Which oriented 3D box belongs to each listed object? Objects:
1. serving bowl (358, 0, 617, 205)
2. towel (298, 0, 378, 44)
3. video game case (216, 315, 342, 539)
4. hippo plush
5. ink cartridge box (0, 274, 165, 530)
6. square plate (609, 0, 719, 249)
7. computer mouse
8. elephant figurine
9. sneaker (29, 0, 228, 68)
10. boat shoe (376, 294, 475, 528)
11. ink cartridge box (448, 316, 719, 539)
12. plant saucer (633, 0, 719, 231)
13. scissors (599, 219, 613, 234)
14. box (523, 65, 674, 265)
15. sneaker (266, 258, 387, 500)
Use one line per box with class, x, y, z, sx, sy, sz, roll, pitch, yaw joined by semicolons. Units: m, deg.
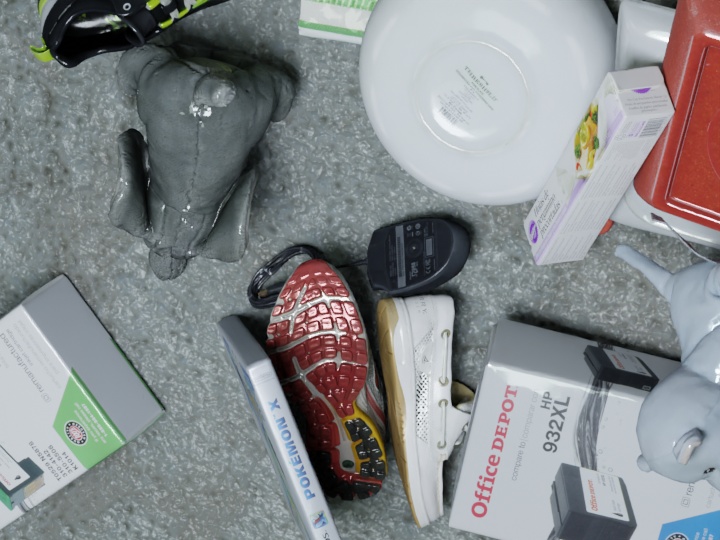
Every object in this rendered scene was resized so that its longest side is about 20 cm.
serving bowl;0.088;-0.134;1.537;0.200;0.066;0.200;7;115;16
towel;0.032;-0.258;1.560;0.152;0.023;0.200;12;111;16
video game case;-0.060;0.135;1.648;0.022;0.200;0.183;-22;101;-7
hippo plush;0.258;0.070;1.450;0.200;0.161;0.159;27;159;-3
ink cartridge box;-0.288;0.121;1.783;0.200;0.084;0.146;-35;93;27
square plate;0.263;-0.080;1.477;0.200;0.028;0.198;17;135;17
computer mouse;0.000;0.000;1.657;0.200;0.034;0.059;-11;69;30
elephant figurine;-0.127;-0.064;1.617;0.141;0.155;0.200;22;106;32
sneaker;-0.148;-0.196;1.580;0.200;0.083;0.072;-19;136;14
boat shoe;0.058;0.110;1.656;0.069;0.071;0.200;-10;120;-8
ink cartridge box;0.178;0.136;1.591;0.200;0.084;0.145;14;114;4
plant saucer;0.285;-0.082;1.415;0.200;0.037;0.200;20;137;13
scissors;0.180;-0.121;1.555;0.073;0.014;0.200;1;111;23
box;0.164;-0.070;1.496;0.200;0.041;0.039;113;146;-58
sneaker;-0.024;0.078;1.654;0.078;0.082;0.200;-4;121;8
